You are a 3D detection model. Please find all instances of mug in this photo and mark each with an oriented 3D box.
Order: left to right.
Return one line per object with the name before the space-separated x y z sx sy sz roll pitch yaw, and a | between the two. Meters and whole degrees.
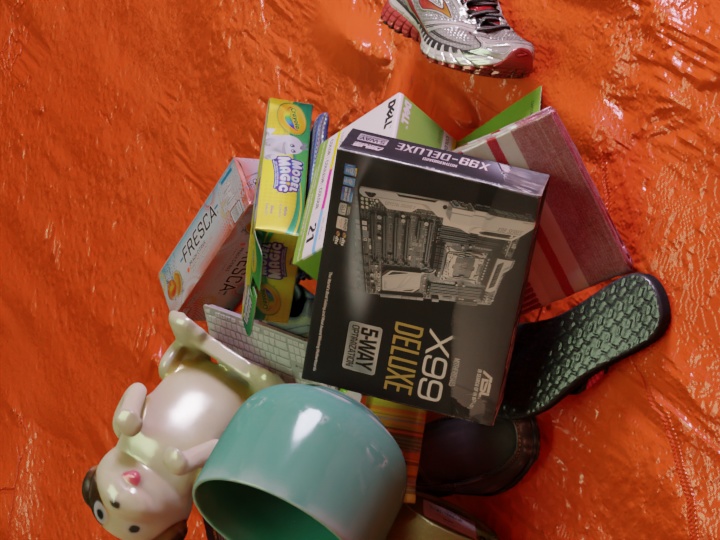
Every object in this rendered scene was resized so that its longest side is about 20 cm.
mug | -0.047 0.165 1.415 0.185 0.152 0.115 -30 26 59

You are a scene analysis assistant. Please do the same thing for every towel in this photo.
towel | -0.043 -0.063 1.659 0.200 0.024 0.146 150 126 -85
towel | 0.037 0.089 1.469 0.086 0.018 0.201 4 82 58
towel | 0.092 -0.027 1.383 0.199 0.023 0.144 -22 107 22

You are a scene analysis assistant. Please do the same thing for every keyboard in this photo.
keyboard | -0.085 0.078 1.680 0.200 0.011 0.057 17 119 48

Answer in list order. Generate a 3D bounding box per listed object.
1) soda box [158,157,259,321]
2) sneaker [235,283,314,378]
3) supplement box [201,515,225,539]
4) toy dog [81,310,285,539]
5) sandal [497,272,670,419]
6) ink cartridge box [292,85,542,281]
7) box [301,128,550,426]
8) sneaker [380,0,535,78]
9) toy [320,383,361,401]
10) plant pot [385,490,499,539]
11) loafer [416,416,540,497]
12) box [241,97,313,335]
soda box | -0.134 -0.029 1.834 0.200 0.068 0.064 -52 47 41
sneaker | -0.075 0.051 1.722 0.200 0.074 0.081 4 112 50
supplement box | -0.065 0.234 1.694 0.200 0.085 0.111 -40 55 48
toy dog | -0.181 0.165 1.701 0.200 0.139 0.194 -54 -3 -16
sandal | 0.167 0.063 1.399 0.200 0.045 0.075 -29 69 37
ink cartridge box | 0.048 -0.078 1.468 0.200 0.076 0.148 -31 34 37
box | 0.048 0.007 1.368 0.050 0.157 0.201 -59 -19 -63
sneaker | 0.082 -0.219 1.506 0.200 0.078 0.082 44 122 49
toy | -0.043 0.186 1.554 0.201 0.047 0.115 -65 17 7
plant pot | 0.031 0.291 1.484 0.187 0.187 0.201 35 103 52
loafer | 0.073 0.157 1.500 0.200 0.072 0.073 -30 63 52
box | -0.075 -0.046 1.603 0.118 0.048 0.201 102 176 -46
